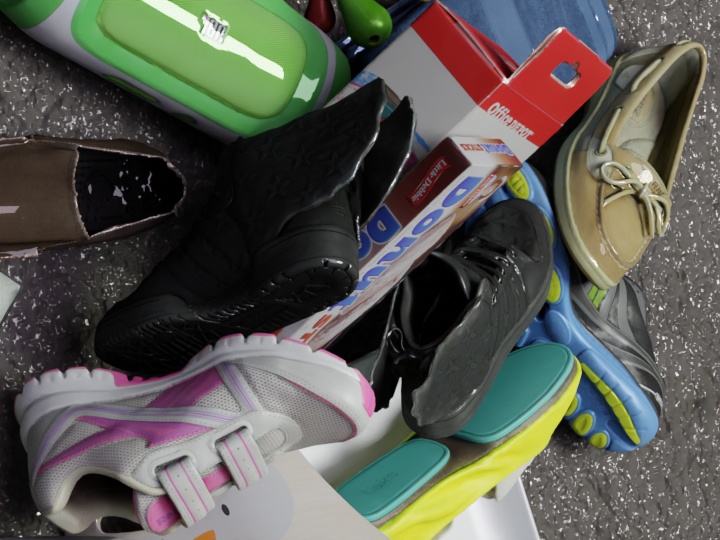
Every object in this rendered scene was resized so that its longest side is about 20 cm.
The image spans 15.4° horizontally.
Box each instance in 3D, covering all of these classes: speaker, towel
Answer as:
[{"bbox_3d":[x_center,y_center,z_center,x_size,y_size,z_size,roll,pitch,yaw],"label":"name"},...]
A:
[{"bbox_3d":[-0.102,-0.133,1.479,0.199,0.088,0.089,28,71,-32],"label":"speaker"},{"bbox_3d":[0.073,-0.133,1.633,0.200,0.048,0.112,-38,114,-34],"label":"towel"}]

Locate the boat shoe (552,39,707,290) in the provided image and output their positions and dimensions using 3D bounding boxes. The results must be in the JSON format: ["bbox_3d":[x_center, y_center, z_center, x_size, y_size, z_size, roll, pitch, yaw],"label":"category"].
[{"bbox_3d":[0.172,-0.071,1.655,0.073,0.063,0.201,51,37,-23],"label":"boat shoe"}]

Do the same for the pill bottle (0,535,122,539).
[{"bbox_3d":[-0.173,0.241,1.378,0.113,0.114,0.201,0,87,-37],"label":"pill bottle"}]

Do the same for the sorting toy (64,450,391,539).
[{"bbox_3d":[-0.070,0.177,1.447,0.199,0.107,0.181,-30,78,-4],"label":"sorting toy"}]

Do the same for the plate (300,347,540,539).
[{"bbox_3d":[0.014,0.147,1.578,0.199,0.032,0.201,-25,101,-37],"label":"plate"}]

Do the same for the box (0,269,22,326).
[{"bbox_3d":[-0.296,0.006,1.280,0.200,0.148,0.125,38,66,-28],"label":"box"}]

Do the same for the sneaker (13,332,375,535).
[{"bbox_3d":[-0.087,0.096,1.404,0.081,0.199,0.089,59,24,-51],"label":"sneaker"}]

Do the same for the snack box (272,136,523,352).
[{"bbox_3d":[0.000,0.000,1.456,0.024,0.200,0.072,52,21,16],"label":"snack box"}]

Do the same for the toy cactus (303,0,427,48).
[{"bbox_3d":[-0.032,-0.227,1.550,0.164,0.102,0.201,-1,89,-18],"label":"toy cactus"}]

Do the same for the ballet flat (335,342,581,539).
[{"bbox_3d":[0.056,0.117,1.561,0.200,0.067,0.067,-35,128,-31],"label":"ballet flat"}]

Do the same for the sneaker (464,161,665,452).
[{"bbox_3d":[0.129,0.018,1.663,0.200,0.071,0.083,59,33,-14],"label":"sneaker"}]

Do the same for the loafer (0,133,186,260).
[{"bbox_3d":[-0.177,-0.044,1.422,0.199,0.071,0.073,-12,93,-37],"label":"loafer"}]

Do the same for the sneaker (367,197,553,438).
[{"bbox_3d":[0.058,0.017,1.524,0.104,0.060,0.200,77,34,-54],"label":"sneaker"}]

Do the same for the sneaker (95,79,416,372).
[{"bbox_3d":[-0.058,-0.022,1.419,0.060,0.199,0.105,32,46,-45],"label":"sneaker"}]

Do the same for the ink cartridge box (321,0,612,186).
[{"bbox_3d":[0.037,-0.077,1.497,0.067,0.200,0.116,50,10,19],"label":"ink cartridge box"}]
